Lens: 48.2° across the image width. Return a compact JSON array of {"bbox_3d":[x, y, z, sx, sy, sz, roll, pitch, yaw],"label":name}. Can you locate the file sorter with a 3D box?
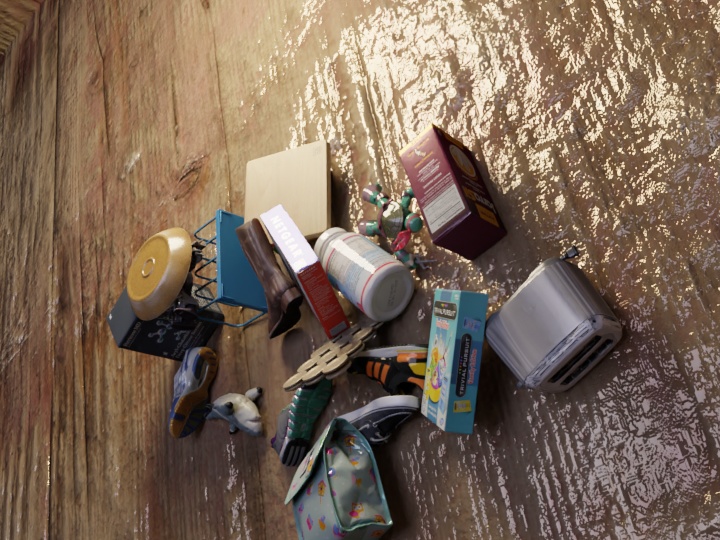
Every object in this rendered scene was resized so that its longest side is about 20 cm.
[{"bbox_3d":[-0.276,0.001,1.708,0.122,0.137,0.203,-27,57,38],"label":"file sorter"}]

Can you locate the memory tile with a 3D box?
[{"bbox_3d":[-0.041,0.143,1.408,0.152,0.200,0.017,-26,101,36],"label":"memory tile"}]

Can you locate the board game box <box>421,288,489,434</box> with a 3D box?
[{"bbox_3d":[0.141,0.132,1.228,0.151,0.046,0.204,178,99,-81],"label":"board game box"}]

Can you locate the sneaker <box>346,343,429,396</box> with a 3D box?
[{"bbox_3d":[0.045,0.178,1.370,0.198,0.069,0.092,-15,74,44],"label":"sneaker"}]

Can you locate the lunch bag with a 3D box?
[{"bbox_3d":[-0.045,0.367,1.328,0.171,0.120,0.202,-59,40,42],"label":"lunch bag"}]

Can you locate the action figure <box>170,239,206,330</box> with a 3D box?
[{"bbox_3d":[-0.363,0.017,1.652,0.130,0.068,0.203,-45,44,40],"label":"action figure"}]

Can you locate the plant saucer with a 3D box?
[{"bbox_3d":[-0.419,-0.001,1.636,0.198,0.035,0.203,-24,53,35],"label":"plant saucer"}]

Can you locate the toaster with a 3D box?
[{"bbox_3d":[0.278,0.079,1.140,0.201,0.113,0.130,-49,51,22],"label":"toaster"}]

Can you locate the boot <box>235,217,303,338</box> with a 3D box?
[{"bbox_3d":[-0.190,0.015,1.588,0.201,0.064,0.187,55,146,18],"label":"boot"}]

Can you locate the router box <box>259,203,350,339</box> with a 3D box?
[{"bbox_3d":[-0.104,0.000,1.497,0.048,0.181,0.201,-29,42,-7],"label":"router box"}]

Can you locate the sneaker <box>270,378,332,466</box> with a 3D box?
[{"bbox_3d":[-0.121,0.258,1.506,0.087,0.074,0.203,26,95,51],"label":"sneaker"}]

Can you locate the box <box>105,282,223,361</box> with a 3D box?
[{"bbox_3d":[-0.431,0.101,1.781,0.149,0.198,0.107,-54,45,16],"label":"box"}]

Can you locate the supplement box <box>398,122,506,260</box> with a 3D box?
[{"bbox_3d":[0.151,-0.131,1.343,0.085,0.109,0.202,-38,52,28],"label":"supplement box"}]

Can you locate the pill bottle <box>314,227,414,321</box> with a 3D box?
[{"bbox_3d":[0.000,0.000,1.450,0.199,0.108,0.110,38,102,46],"label":"pill bottle"}]

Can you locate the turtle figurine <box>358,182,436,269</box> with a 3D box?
[{"bbox_3d":[0.071,-0.090,1.425,0.199,0.100,0.152,23,92,52],"label":"turtle figurine"}]

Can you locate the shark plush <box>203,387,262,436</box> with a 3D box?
[{"bbox_3d":[-0.274,0.302,1.652,0.198,0.090,0.085,-14,96,36],"label":"shark plush"}]

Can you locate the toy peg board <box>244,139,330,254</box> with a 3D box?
[{"bbox_3d":[-0.131,-0.138,1.662,0.196,0.098,0.204,-11,67,25],"label":"toy peg board"}]

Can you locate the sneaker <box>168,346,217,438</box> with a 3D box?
[{"bbox_3d":[-0.376,0.266,1.765,0.087,0.075,0.203,2,67,48],"label":"sneaker"}]

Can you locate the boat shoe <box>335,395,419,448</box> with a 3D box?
[{"bbox_3d":[0.025,0.264,1.355,0.199,0.071,0.069,-28,55,38],"label":"boat shoe"}]
